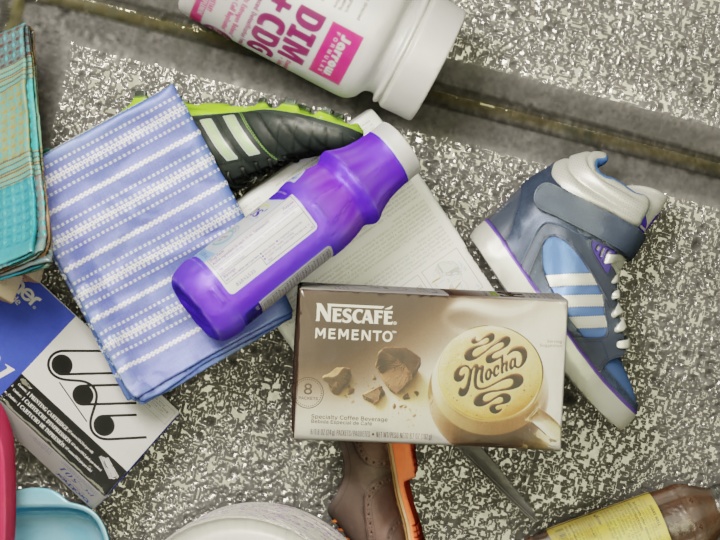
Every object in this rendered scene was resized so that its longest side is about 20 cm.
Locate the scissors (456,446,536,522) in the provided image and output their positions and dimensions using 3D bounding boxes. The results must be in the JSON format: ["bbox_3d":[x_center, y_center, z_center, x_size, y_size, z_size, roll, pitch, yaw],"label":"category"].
[{"bbox_3d":[0.062,0.119,1.613,0.073,0.014,0.201,-27,94,-5],"label":"scissors"}]

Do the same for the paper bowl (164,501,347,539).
[{"bbox_3d":[-0.086,0.281,1.584,0.199,0.104,0.202,1,96,14],"label":"paper bowl"}]

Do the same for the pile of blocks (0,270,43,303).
[{"bbox_3d":[-0.291,-0.051,1.599,0.082,0.062,0.201,-28,60,15],"label":"pile of blocks"}]

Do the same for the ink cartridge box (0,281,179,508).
[{"bbox_3d":[-0.244,0.079,1.611,0.200,0.044,0.094,43,62,-3],"label":"ink cartridge box"}]

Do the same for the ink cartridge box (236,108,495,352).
[{"bbox_3d":[0.000,0.000,1.640,0.162,0.050,0.201,-34,92,-3],"label":"ink cartridge box"}]

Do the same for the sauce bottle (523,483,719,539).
[{"bbox_3d":[0.229,0.206,1.651,0.199,0.065,0.065,-19,92,-2],"label":"sauce bottle"}]

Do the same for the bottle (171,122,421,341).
[{"bbox_3d":[-0.045,-0.031,1.542,0.200,0.084,0.065,-39,95,-10],"label":"bottle"}]

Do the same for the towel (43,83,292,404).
[{"bbox_3d":[-0.155,-0.018,1.574,0.144,0.024,0.201,-28,95,-5],"label":"towel"}]

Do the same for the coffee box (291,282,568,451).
[{"bbox_3d":[0.049,0.070,1.562,0.199,0.080,0.114,3,93,-1],"label":"coffee box"}]

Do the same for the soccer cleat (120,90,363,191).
[{"bbox_3d":[-0.093,-0.091,1.611,0.199,0.067,0.082,4,87,17],"label":"soccer cleat"}]

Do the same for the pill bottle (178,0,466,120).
[{"bbox_3d":[-0.028,-0.202,1.606,0.199,0.113,0.114,27,88,-4],"label":"pill bottle"}]

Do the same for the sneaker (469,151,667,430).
[{"bbox_3d":[0.195,0.005,1.639,0.146,0.081,0.200,-36,87,1],"label":"sneaker"}]

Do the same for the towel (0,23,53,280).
[{"bbox_3d":[-0.299,-0.076,1.563,0.146,0.022,0.201,-18,63,20],"label":"towel"}]

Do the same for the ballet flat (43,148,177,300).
[{"bbox_3d":[-0.186,-0.010,1.622,0.200,0.076,0.064,39,121,2],"label":"ballet flat"}]

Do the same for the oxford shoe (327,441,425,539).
[{"bbox_3d":[0.013,0.202,1.639,0.072,0.071,0.201,-6,82,3],"label":"oxford shoe"}]

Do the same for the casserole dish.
[{"bbox_3d":[-0.241,0.266,1.621,0.120,0.039,0.201,-2,89,11],"label":"casserole dish"}]

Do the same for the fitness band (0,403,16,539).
[{"bbox_3d":[-0.329,0.164,1.580,0.143,0.037,0.201,3,106,5],"label":"fitness band"}]
